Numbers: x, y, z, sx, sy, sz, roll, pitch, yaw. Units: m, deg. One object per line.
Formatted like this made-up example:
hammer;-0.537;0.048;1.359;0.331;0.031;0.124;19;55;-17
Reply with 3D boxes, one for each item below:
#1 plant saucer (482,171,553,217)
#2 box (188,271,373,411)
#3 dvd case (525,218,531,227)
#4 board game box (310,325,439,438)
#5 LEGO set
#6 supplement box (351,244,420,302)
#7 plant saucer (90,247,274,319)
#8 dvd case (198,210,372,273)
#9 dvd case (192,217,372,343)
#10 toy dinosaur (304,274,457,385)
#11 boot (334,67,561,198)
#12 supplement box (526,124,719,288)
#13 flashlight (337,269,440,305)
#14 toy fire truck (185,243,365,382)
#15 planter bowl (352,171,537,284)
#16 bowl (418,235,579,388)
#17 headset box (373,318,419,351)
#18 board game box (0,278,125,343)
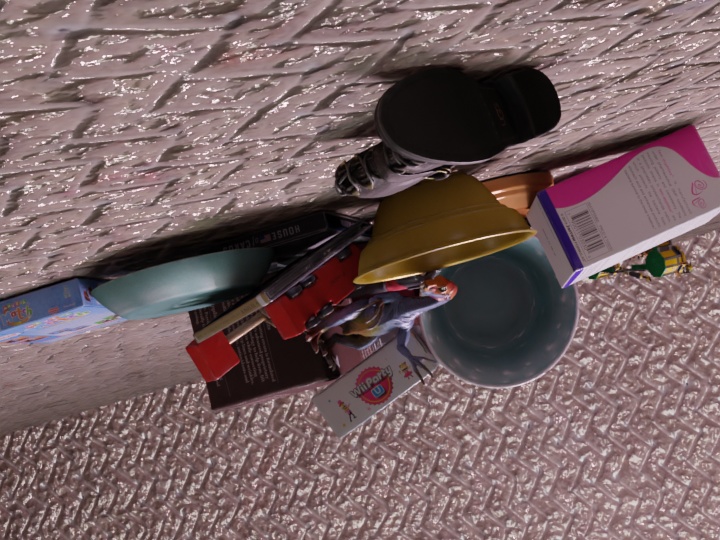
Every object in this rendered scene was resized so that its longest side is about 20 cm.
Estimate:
plant saucer;0.140;-0.071;1.460;0.199;0.038;0.200;-15;173;-2
box;-0.111;0.094;1.728;0.199;0.167;0.164;-17;173;25
dvd case;0.253;-0.078;1.589;0.199;0.025;0.150;-21;178;37
board game box;0.025;0.136;1.532;0.147;0.064;0.200;-36;175;5
LEGO set;0.401;-0.060;1.681;0.115;0.155;0.200;-12;176;-29
supplement box;0.050;0.007;1.600;0.085;0.111;0.200;-17;173;17
plant saucer;-0.184;0.019;1.284;0.199;0.036;0.200;-14;173;-2
dvd case;-0.078;-0.029;1.371;0.150;0.025;0.200;-16;173;14
dvd case;-0.086;0.013;1.283;0.149;0.016;0.200;-37;-176;-32
toy dinosaur;0.021;0.041;1.404;0.181;0.200;0.105;-31;132;6
boot;0.040;-0.090;0.910;0.199;0.070;0.174;-12;173;-45
supplement box;0.305;-0.072;1.382;0.199;0.102;0.103;-23;169;-5
flashlight;0.000;0.000;1.463;0.199;0.068;0.068;-9;160;38
toy fire truck;-0.091;0.046;1.388;0.141;0.049;0.200;-21;-166;47
planter bowl;0.079;-0.052;1.269;0.199;0.084;0.200;-14;174;-1
bowl;0.168;0.043;1.532;0.200;0.202;0.105;-15;-176;-2
headset box;0.001;0.084;1.984;0.199;0.150;0.077;-12;173;-18
board game box;-0.341;0.049;1.378;0.151;0.037;0.200;-16;174;12
